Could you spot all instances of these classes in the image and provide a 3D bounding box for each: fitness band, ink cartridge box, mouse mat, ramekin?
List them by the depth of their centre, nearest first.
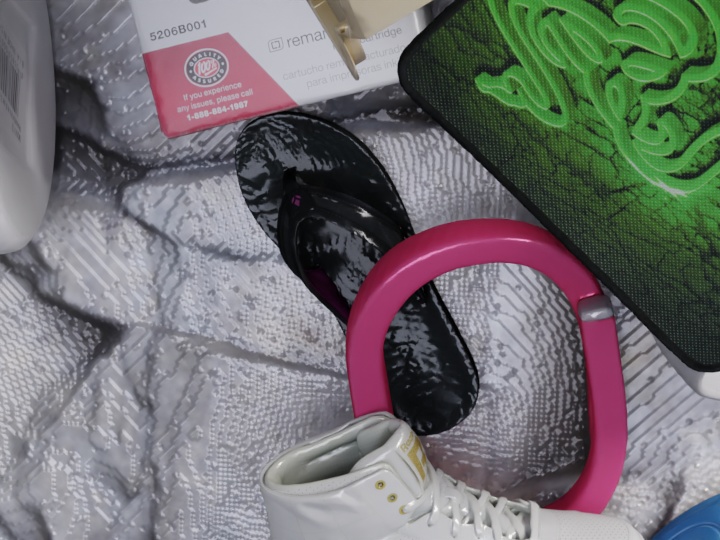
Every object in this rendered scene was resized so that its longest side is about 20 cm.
[{"bbox_3d":[0.135,-0.064,0.655,0.200,0.008,0.161,43,114,-11],"label":"mouse mat"},{"bbox_3d":[-0.220,-0.097,0.828,0.098,0.200,0.201,-2,100,1],"label":"ramekin"},{"bbox_3d":[-0.052,-0.183,0.839,0.145,0.083,0.200,-13,97,10],"label":"ink cartridge box"},{"bbox_3d":[0.067,0.068,0.865,0.143,0.037,0.200,-9,117,3],"label":"fitness band"}]

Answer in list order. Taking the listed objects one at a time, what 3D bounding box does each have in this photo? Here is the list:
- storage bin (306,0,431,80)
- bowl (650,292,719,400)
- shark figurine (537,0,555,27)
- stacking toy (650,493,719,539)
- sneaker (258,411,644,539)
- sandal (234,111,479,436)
[{"bbox_3d":[0.037,-0.212,0.692,0.200,0.094,0.199,-30,62,1],"label":"storage bin"},{"bbox_3d":[0.216,-0.036,0.778,0.075,0.200,0.200,40,108,29],"label":"bowl"},{"bbox_3d":[0.182,-0.144,0.675,0.214,0.128,0.090,-10,133,14],"label":"shark figurine"},{"bbox_3d":[0.235,0.221,0.866,0.200,0.110,0.116,43,119,-11],"label":"stacking toy"},{"bbox_3d":[0.047,0.128,0.839,0.200,0.074,0.116,-7,122,7],"label":"sneaker"},{"bbox_3d":[0.001,0.000,0.881,0.075,0.048,0.201,-32,95,13],"label":"sandal"}]
